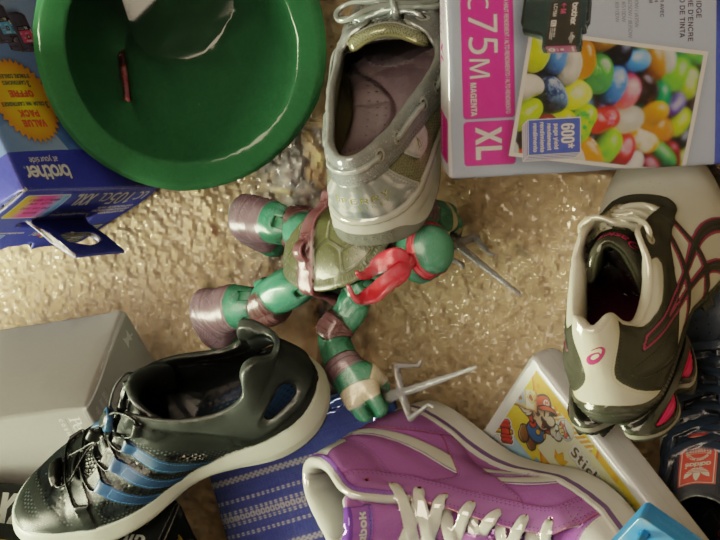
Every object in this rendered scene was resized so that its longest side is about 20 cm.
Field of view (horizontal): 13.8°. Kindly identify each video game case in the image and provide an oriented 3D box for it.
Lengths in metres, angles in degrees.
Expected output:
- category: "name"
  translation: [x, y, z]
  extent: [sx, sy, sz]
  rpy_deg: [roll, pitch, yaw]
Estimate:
- category: "video game case"
  translation: [0.119, 0.172, 1.581]
  extent: [0.200, 0.023, 0.182]
  rpy_deg: [53, 137, 23]

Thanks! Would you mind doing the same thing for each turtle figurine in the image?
- category: "turtle figurine"
  translation: [0.000, 0.000, 1.626]
  extent: [0.199, 0.150, 0.101]
  rpy_deg: [1, 132, 43]

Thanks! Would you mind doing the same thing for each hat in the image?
- category: "hat"
  translation: [-0.112, -0.170, 1.744]
  extent: [0.165, 0.176, 0.201]
  rpy_deg: [-17, 113, 2]

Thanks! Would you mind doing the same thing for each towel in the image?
- category: "towel"
  translation: [-0.015, 0.175, 1.678]
  extent: [0.144, 0.024, 0.201]
  rpy_deg: [-18, 85, 37]

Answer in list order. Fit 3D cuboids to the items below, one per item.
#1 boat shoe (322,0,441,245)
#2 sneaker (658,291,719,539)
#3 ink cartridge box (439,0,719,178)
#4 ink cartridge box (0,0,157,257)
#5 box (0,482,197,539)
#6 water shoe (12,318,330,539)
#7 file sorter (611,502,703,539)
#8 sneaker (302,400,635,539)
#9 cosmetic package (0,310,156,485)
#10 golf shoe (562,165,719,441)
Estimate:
- category: "boat shoe"
  translation: [0.015, -0.102, 1.605]
  extent: [0.074, 0.065, 0.203]
  rpy_deg: [-2, 44, 17]
- category: "sneaker"
  translation: [0.185, 0.093, 1.568]
  extent: [0.075, 0.084, 0.201]
  rpy_deg: [-12, 85, 24]
- category: "ink cartridge box"
  translation: [0.141, -0.114, 1.549]
  extent: [0.199, 0.042, 0.120]
  rpy_deg: [-4, 111, -5]
- category: "ink cartridge box"
  translation: [-0.205, -0.088, 1.723]
  extent: [0.076, 0.136, 0.201]
  rpy_deg: [-31, 77, 28]
- category: "box"
  translation: [-0.173, 0.191, 1.704]
  extent: [0.199, 0.049, 0.160]
  rpy_deg: [4, 136, 24]
- category: "water shoe"
  translation: [-0.114, 0.081, 1.590]
  extent: [0.199, 0.079, 0.072]
  rpy_deg: [-26, 44, 17]
- category: "file sorter"
  translation: [0.131, 0.244, 1.471]
  extent: [0.138, 0.123, 0.200]
  rpy_deg: [35, 133, -2]
- category: "sneaker"
  translation: [0.052, 0.138, 1.541]
  extent: [0.200, 0.114, 0.073]
  rpy_deg: [23, 119, 42]
- category: "cosmetic package"
  translation: [-0.209, 0.098, 1.731]
  extent: [0.199, 0.090, 0.107]
  rpy_deg: [-8, 130, 28]
- category: "golf shoe"
  translation: [0.148, -0.007, 1.541]
  extent: [0.077, 0.088, 0.201]
  rpy_deg: [-3, 46, 18]
